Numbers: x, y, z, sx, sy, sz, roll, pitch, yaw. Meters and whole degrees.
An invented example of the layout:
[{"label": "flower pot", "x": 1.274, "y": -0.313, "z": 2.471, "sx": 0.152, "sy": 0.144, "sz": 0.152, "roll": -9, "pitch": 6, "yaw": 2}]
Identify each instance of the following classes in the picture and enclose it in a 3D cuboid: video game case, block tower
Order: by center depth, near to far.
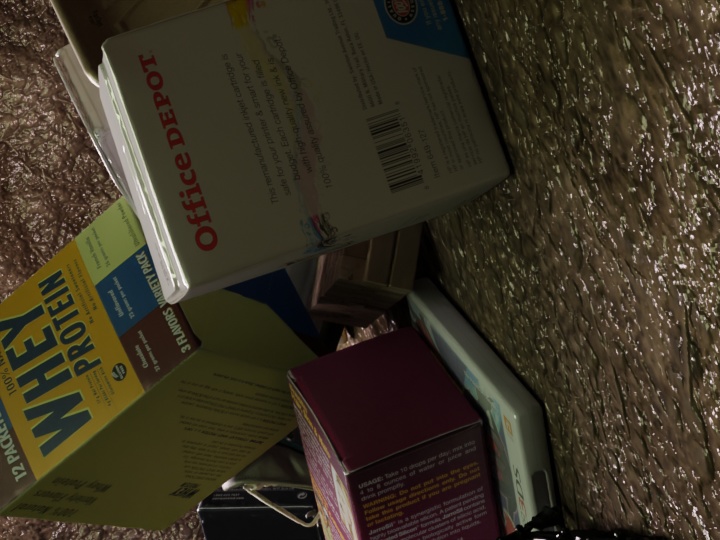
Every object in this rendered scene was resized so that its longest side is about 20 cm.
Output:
[{"label": "video game case", "x": 0.088, "y": 0.125, "z": 1.111, "sx": 0.200, "sy": 0.023, "sz": 0.183, "roll": -128, "pitch": 23, "yaw": -59}, {"label": "block tower", "x": 0.000, "y": 0.000, "z": 1.206, "sx": 0.200, "sy": 0.054, "sz": 0.058, "roll": 132, "pitch": 150, "yaw": -75}]

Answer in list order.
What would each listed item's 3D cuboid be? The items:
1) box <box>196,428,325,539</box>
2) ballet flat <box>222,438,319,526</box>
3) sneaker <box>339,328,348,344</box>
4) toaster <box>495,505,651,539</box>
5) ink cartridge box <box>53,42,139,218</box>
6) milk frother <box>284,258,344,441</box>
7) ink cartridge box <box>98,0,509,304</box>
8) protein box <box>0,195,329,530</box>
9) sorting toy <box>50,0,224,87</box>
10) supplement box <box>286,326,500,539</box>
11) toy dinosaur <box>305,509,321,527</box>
[{"label": "box", "x": -0.068, "y": 0.244, "z": 1.616, "sx": 0.199, "sy": 0.122, "sz": 0.201, "roll": -78, "pitch": -19, "yaw": -54}, {"label": "ballet flat", "x": -0.014, "y": 0.177, "z": 1.263, "sx": 0.067, "sy": 0.198, "sz": 0.064, "roll": 83, "pitch": -157, "yaw": -78}, {"label": "sneaker", "x": -0.084, "y": 0.008, "z": 1.563, "sx": 0.200, "sy": 0.090, "sz": 0.075, "roll": -122, "pitch": 17, "yaw": -47}, {"label": "toaster", "x": 0.087, "y": 0.223, "z": 0.904, "sx": 0.119, "sy": 0.199, "sz": 0.181, "roll": 68, "pitch": 161, "yaw": 0}, {"label": "ink cartridge box", "x": -0.097, "y": -0.139, "z": 1.100, "sx": 0.146, "sy": 0.199, "sz": 0.085, "roll": 55, "pitch": 171, "yaw": 53}, {"label": "milk frother", "x": -0.120, "y": 0.036, "z": 1.378, "sx": 0.181, "sy": 0.199, "sz": 0.189, "roll": 57, "pitch": -132, "yaw": -72}, {"label": "ink cartridge box", "x": -0.041, "y": -0.082, "z": 0.948, "sx": 0.145, "sy": 0.199, "sz": 0.148, "roll": 151, "pitch": 101, "yaw": -78}, {"label": "protein box", "x": -0.159, "y": 0.076, "z": 1.176, "sx": 0.198, "sy": 0.200, "sz": 0.135, "roll": 21, "pitch": -145, "yaw": -58}, {"label": "sorting toy", "x": -0.109, "y": -0.202, "z": 1.082, "sx": 0.185, "sy": 0.199, "sz": 0.037, "roll": 57, "pitch": 173, "yaw": 51}, {"label": "supplement box", "x": 0.029, "y": 0.164, "z": 1.135, "sx": 0.131, "sy": 0.103, "sz": 0.201, "roll": -125, "pitch": 20, "yaw": -54}, {"label": "toy dinosaur", "x": -0.007, "y": 0.142, "z": 1.440, "sx": 0.200, "sy": 0.104, "sz": 0.183, "roll": -110, "pitch": 24, "yaw": -70}]
